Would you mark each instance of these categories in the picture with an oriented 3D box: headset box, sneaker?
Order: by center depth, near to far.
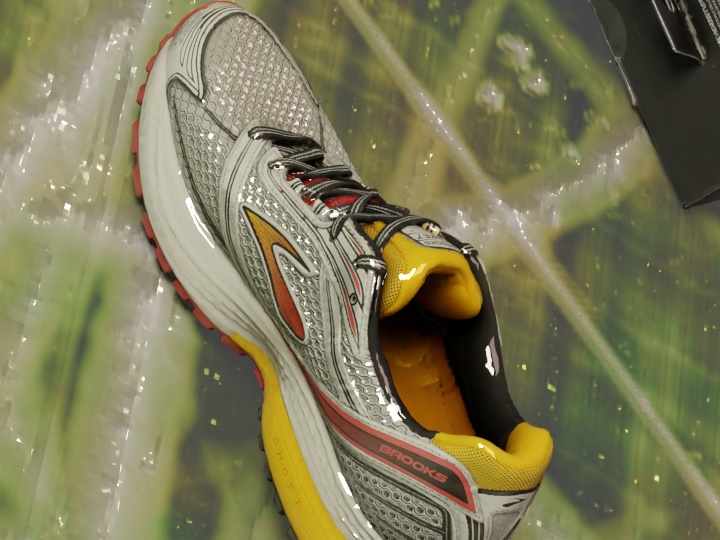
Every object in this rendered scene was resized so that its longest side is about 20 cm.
[{"bbox_3d":[0.000,0.000,0.885,0.078,0.082,0.200,-8,62,-44],"label":"sneaker"},{"bbox_3d":[0.163,-0.115,1.112,0.200,0.077,0.149,-14,77,-47],"label":"headset box"}]
